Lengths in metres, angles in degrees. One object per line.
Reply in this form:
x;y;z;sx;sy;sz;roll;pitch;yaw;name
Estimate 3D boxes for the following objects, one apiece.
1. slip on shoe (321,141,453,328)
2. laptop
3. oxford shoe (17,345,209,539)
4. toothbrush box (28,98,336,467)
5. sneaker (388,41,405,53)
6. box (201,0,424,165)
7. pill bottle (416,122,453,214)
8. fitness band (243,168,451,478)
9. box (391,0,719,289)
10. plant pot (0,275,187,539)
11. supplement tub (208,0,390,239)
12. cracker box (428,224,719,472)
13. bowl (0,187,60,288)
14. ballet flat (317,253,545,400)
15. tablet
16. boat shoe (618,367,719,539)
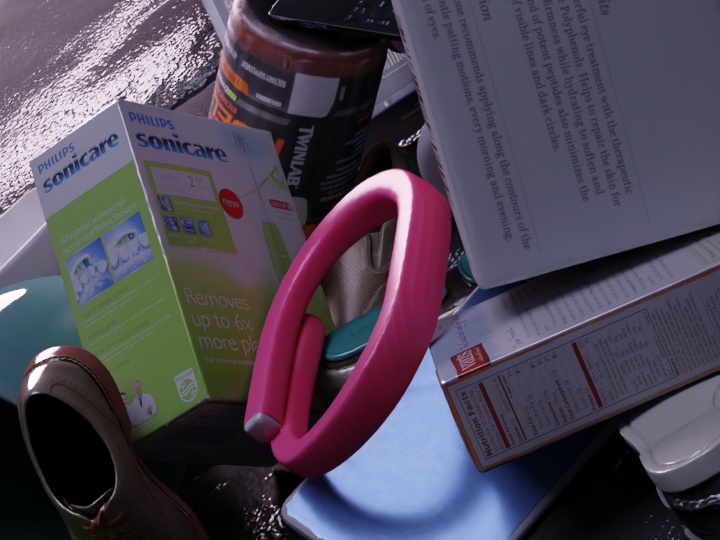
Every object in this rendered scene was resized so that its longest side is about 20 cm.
0.000;0.000;1.723;0.076;0.061;0.200;-11;38;43;slip on shoe
0.062;-0.228;1.693;0.200;0.103;0.177;11;40;21;laptop
-0.141;0.142;1.525;0.070;0.200;0.075;-29;9;13;oxford shoe
-0.100;0.011;1.631;0.086;0.146;0.200;-33;64;31;toothbrush box
0.077;-0.194;1.816;0.200;0.079;0.095;-20;49;-25;sneaker
-0.017;-0.176;1.918;0.158;0.048;0.200;-33;61;14;box
0.115;-0.124;1.715;0.111;0.111;0.200;-16;35;37;pill bottle
-0.006;0.027;1.525;0.144;0.037;0.200;-43;25;36;fitness band
0.114;-0.121;1.486;0.171;0.199;0.200;-16;12;3;box
-0.194;0.098;1.682;0.200;0.201;0.161;-15;24;39;plant pot
-0.050;-0.086;1.777;0.107;0.107;0.200;-90;11;-57;supplement tub
0.138;0.029;1.438;0.200;0.058;0.134;-23;12;3;cracker box
-0.250;0.016;1.953;0.200;0.075;0.200;-46;13;-25;bowl
0.068;0.025;1.606;0.200;0.062;0.067;-29;24;4;ballet flat
0.063;0.095;1.505;0.130;0.014;0.200;32;71;34;tablet
0.178;0.091;1.360;0.074;0.060;0.200;-31;8;5;boat shoe
